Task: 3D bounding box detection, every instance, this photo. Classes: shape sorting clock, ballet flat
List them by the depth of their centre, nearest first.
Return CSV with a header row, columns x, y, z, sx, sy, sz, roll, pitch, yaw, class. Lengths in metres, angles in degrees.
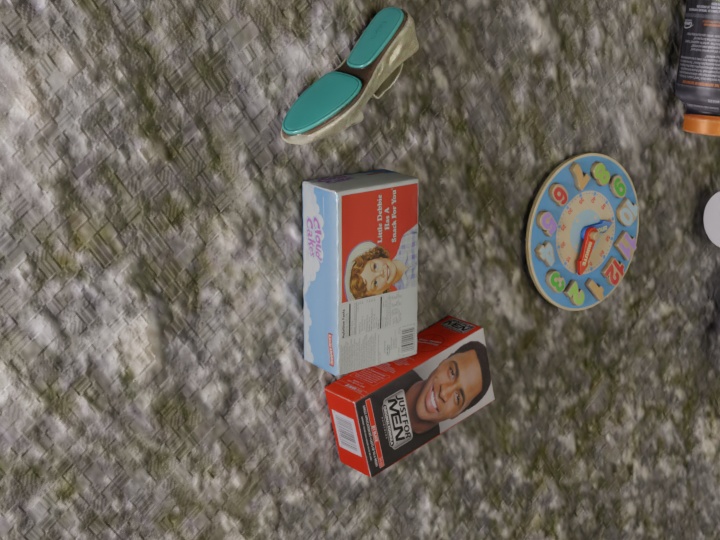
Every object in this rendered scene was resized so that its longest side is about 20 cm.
x,y,z,sx,sy,sz,roll,pitch,yaw,class
-0.002,-0.188,1.321,0.200,0.067,0.063,-49,138,-18,ballet flat
0.286,-0.048,1.616,0.198,0.039,0.202,-13,110,-37,shape sorting clock

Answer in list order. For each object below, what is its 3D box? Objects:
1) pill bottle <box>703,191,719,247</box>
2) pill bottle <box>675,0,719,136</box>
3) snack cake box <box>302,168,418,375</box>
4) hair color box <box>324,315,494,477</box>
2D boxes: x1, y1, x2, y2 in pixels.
x,y,z,sx,sy,sz,roll,pitch,yaw,class
0.577,-0.076,1.804,0.198,0.112,0.113,-5,106,-38,pill bottle
0.468,-0.277,1.658,0.105,0.106,0.203,-4,106,-39,pill bottle
0.000,0.000,1.373,0.114,0.067,0.202,-11,109,-35,snack cake box
0.060,0.142,1.467,0.199,0.061,0.103,-28,118,-32,hair color box
